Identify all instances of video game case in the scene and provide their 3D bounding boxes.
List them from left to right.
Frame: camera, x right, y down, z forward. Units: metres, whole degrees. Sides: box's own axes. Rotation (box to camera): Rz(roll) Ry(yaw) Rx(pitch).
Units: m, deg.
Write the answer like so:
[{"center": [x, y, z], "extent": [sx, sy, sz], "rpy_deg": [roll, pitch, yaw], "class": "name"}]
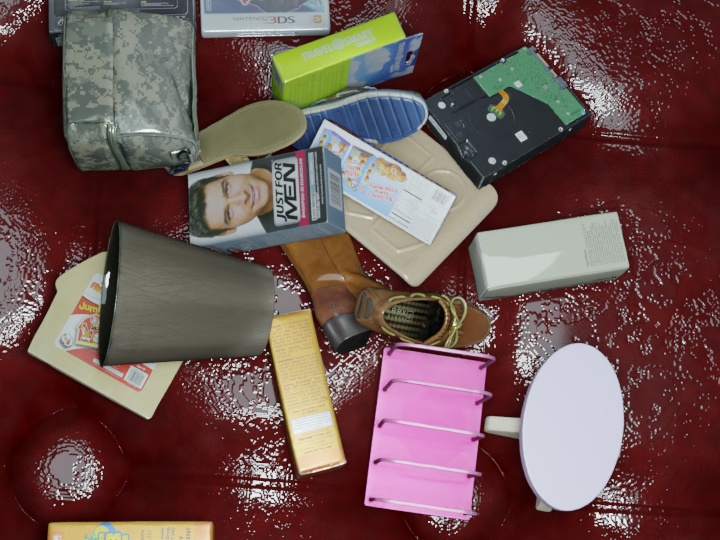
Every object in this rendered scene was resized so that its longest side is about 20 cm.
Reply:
[{"center": [-0.136, -0.424, 1.711], "extent": [0.179, 0.023, 0.204], "rpy_deg": [-2, 76, -7], "class": "video game case"}]

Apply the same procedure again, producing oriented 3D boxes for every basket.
[{"center": [-0.214, 0.038, 1.517], "extent": [0.197, 0.136, 0.184], "rpy_deg": [7, 71, -19], "class": "basket"}]

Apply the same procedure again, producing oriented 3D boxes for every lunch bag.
[{"center": [-0.291, -0.229, 1.582], "extent": [0.165, 0.140, 0.204], "rpy_deg": [-4, 72, 0], "class": "lunch bag"}]

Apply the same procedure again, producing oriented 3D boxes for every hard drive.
[{"center": [0.196, -0.211, 1.660], "extent": [0.199, 0.038, 0.140], "rpy_deg": [-32, 73, -22], "class": "hard drive"}]

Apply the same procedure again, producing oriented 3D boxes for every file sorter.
[{"center": [0.088, 0.198, 1.519], "extent": [0.136, 0.125, 0.204], "rpy_deg": [8, 79, -3], "class": "file sorter"}]

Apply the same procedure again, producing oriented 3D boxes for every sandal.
[{"center": [-0.158, -0.164, 1.626], "extent": [0.208, 0.070, 0.079], "rpy_deg": [-14, 64, 14], "class": "sandal"}]

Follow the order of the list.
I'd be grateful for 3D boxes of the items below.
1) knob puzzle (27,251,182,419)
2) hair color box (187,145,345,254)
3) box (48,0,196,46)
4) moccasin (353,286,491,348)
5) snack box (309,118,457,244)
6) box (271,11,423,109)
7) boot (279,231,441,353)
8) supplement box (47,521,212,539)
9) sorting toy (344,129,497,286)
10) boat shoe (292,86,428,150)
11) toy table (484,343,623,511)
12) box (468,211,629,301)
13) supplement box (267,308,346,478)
[{"center": [-0.301, 0.062, 1.566], "extent": [0.216, 0.030, 0.224], "rpy_deg": [5, 72, -16], "class": "knob puzzle"}, {"center": [-0.121, -0.086, 1.563], "extent": [0.197, 0.060, 0.101], "rpy_deg": [-10, 75, 23], "class": "hair color box"}, {"center": [-0.325, -0.389, 1.669], "extent": [0.196, 0.048, 0.161], "rpy_deg": [-3, 76, -7], "class": "box"}, {"center": [0.088, 0.059, 1.509], "extent": [0.199, 0.077, 0.075], "rpy_deg": [19, 91, -38], "class": "moccasin"}, {"center": [0.023, -0.114, 1.574], "extent": [0.198, 0.024, 0.073], "rpy_deg": [31, 105, 8], "class": "snack box"}, {"center": [-0.021, -0.275, 1.634], "extent": [0.197, 0.122, 0.048], "rpy_deg": [-21, 77, -11], "class": "box"}, {"center": [0.000, 0.000, 1.606], "extent": [0.186, 0.069, 0.202], "rpy_deg": [-17, 62, -23], "class": "boot"}, {"center": [-0.276, 0.339, 1.476], "extent": [0.196, 0.069, 0.068], "rpy_deg": [-1, 74, -4], "class": "supplement box"}, {"center": [0.055, -0.098, 1.624], "extent": [0.200, 0.037, 0.185], "rpy_deg": [41, 68, 12], "class": "sorting toy"}, {"center": [-0.001, -0.211, 1.612], "extent": [0.197, 0.073, 0.073], "rpy_deg": [-4, 32, 21], "class": "boat shoe"}, {"center": [0.256, 0.203, 1.546], "extent": [0.181, 0.117, 0.203], "rpy_deg": [22, 75, 0], "class": "toy table"}, {"center": [0.249, -0.018, 1.625], "extent": [0.196, 0.068, 0.084], "rpy_deg": [-7, 76, -7], "class": "box"}, {"center": [-0.072, 0.155, 1.550], "extent": [0.068, 0.067, 0.203], "rpy_deg": [-13, 78, -9], "class": "supplement box"}]
